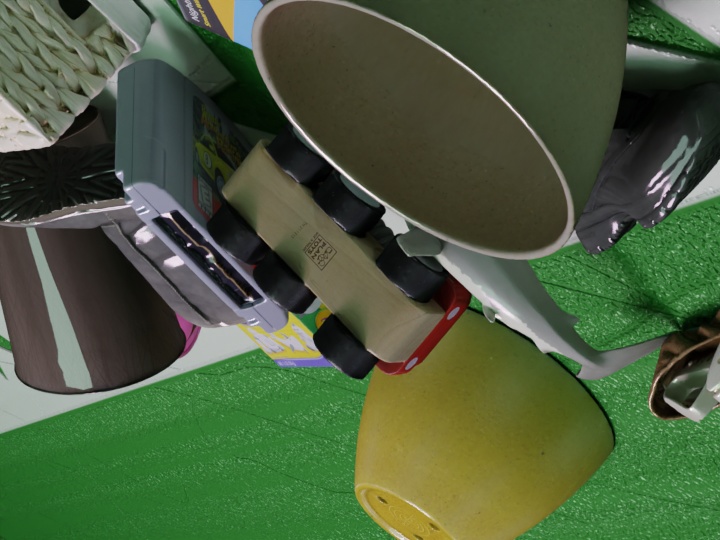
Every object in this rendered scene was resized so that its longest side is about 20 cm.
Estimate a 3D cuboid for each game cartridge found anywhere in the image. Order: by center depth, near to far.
[{"bbox_3d":[-0.110,-0.058,1.594,0.041,0.134,0.200,-23,140,18],"label":"game cartridge"}]

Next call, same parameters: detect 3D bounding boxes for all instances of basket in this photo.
[{"bbox_3d":[-0.269,-0.170,1.611,0.136,0.124,0.200,45,156,-25],"label":"basket"},{"bbox_3d":[-0.239,-0.022,1.788,0.180,0.136,0.201,17,127,54],"label":"basket"}]

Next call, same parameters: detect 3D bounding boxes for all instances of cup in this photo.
[{"bbox_3d":[0.063,-0.124,1.170,0.200,0.144,0.201,31,158,14],"label":"cup"}]

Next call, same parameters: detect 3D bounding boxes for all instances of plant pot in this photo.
[{"bbox_3d":[0.075,0.141,1.707,0.199,0.142,0.200,30,158,14],"label":"plant pot"}]

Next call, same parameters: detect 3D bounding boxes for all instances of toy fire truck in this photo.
[{"bbox_3d":[0.000,0.000,1.570,0.176,0.129,0.200,45,-163,20],"label":"toy fire truck"}]

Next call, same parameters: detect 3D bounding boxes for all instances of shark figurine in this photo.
[{"bbox_3d":[0.108,-0.007,1.450,0.214,0.090,0.128,42,-167,6],"label":"shark figurine"}]

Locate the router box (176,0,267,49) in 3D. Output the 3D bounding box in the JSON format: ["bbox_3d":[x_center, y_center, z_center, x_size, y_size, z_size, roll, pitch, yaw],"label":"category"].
[{"bbox_3d":[-0.066,-0.205,1.324,0.149,0.051,0.200,26,157,29],"label":"router box"}]

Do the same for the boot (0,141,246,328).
[{"bbox_3d":[-0.175,-0.025,1.678,0.181,0.073,0.200,3,159,28],"label":"boot"}]

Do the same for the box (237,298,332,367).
[{"bbox_3d":[-0.094,0.000,1.805,0.200,0.048,0.117,46,157,-20],"label":"box"}]

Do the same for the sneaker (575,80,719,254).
[{"bbox_3d":[0.147,-0.071,1.260,0.091,0.076,0.200,44,156,-4],"label":"sneaker"}]

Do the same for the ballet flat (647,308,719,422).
[{"bbox_3d":[0.233,0.060,1.392,0.068,0.073,0.200,37,159,-8],"label":"ballet flat"}]

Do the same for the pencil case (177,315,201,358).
[{"bbox_3d":[-0.230,0.001,1.961,0.199,0.091,0.094,25,-168,21],"label":"pencil case"}]
